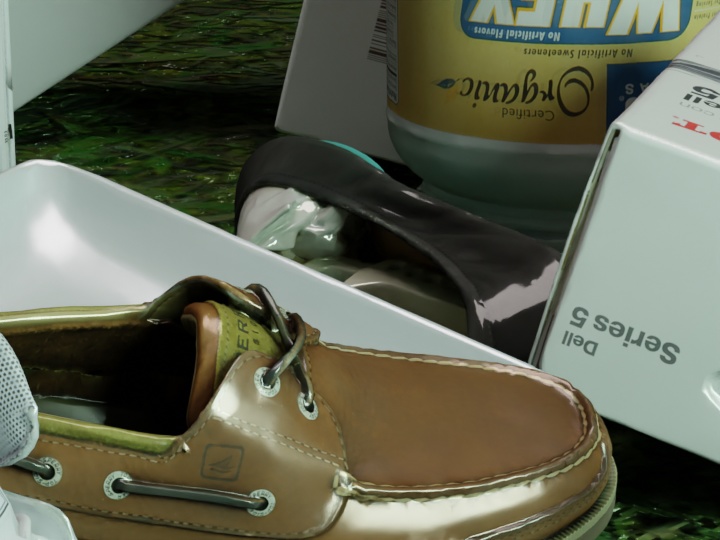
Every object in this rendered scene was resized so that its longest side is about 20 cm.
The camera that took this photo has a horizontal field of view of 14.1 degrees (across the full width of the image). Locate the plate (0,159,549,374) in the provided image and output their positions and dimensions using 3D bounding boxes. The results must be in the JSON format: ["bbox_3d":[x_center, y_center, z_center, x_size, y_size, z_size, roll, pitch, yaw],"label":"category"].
[{"bbox_3d":[-0.075,0.048,0.765,0.199,0.032,0.200,23,36,28],"label":"plate"}]

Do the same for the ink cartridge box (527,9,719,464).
[{"bbox_3d":[0.148,-0.004,0.871,0.145,0.084,0.200,21,20,10],"label":"ink cartridge box"}]

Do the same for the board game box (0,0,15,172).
[{"bbox_3d":[-0.220,-0.044,1.003,0.199,0.127,0.035,-6,17,-20],"label":"board game box"}]

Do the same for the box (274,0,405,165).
[{"bbox_3d":[0.035,-0.128,1.260,0.097,0.125,0.200,15,18,2],"label":"box"}]

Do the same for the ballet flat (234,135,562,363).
[{"bbox_3d":[0.000,0.000,0.959,0.068,0.068,0.200,-21,24,-32],"label":"ballet flat"}]

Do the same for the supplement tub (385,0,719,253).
[{"bbox_3d":[0.080,-0.106,1.074,0.144,0.201,0.145,-1,16,0],"label":"supplement tub"}]

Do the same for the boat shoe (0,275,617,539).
[{"bbox_3d":[-0.031,0.040,0.686,0.199,0.068,0.072,-5,33,-15],"label":"boat shoe"}]

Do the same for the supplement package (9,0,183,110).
[{"bbox_3d":[-0.121,-0.172,1.304,0.200,0.121,0.120,-33,14,7],"label":"supplement package"}]

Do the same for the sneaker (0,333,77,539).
[{"bbox_3d":[-0.060,0.077,0.597,0.199,0.115,0.075,3,17,10],"label":"sneaker"}]
